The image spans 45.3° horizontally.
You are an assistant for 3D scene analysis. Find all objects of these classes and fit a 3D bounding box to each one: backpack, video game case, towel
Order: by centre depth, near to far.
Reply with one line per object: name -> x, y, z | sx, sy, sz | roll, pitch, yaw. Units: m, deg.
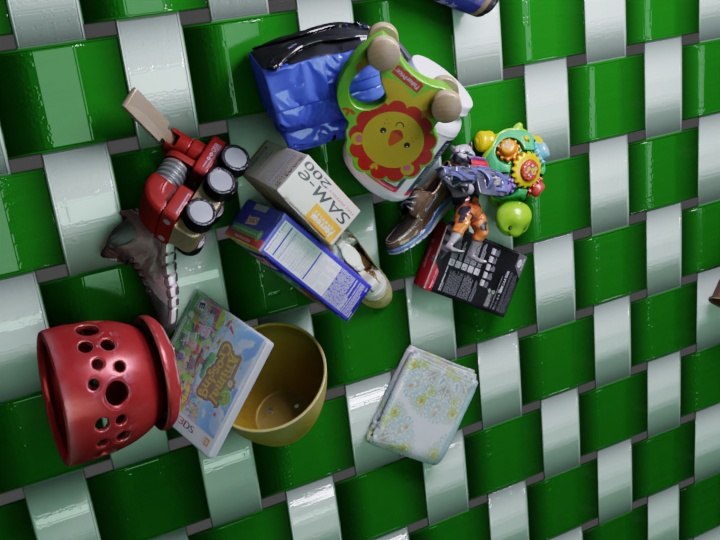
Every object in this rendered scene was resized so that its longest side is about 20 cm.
backpack -> -0.055, -0.291, 1.336 | 0.196, 0.163, 0.171 | -21, 125, -9
video game case -> -0.247, 0.161, 1.368 | 0.022, 0.180, 0.203 | 26, 93, -57
towel -> 0.119, 0.258, 1.638 | 0.169, 0.048, 0.203 | 24, 93, -25

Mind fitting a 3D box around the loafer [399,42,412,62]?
loafer -> 0.080, -0.323, 1.454 | 0.071, 0.064, 0.201 | -26, 121, 19

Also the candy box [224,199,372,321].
candy box -> -0.102, -0.019, 1.387 | 0.199, 0.168, 0.078 | 41, 82, -28

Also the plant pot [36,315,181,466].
plant pot -> -0.377, 0.171, 1.297 | 0.179, 0.199, 0.205 | -11, 109, -31

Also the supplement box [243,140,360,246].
supplement box -> -0.098, -0.125, 1.342 | 0.074, 0.199, 0.126 | -48, 118, -5

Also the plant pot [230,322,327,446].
plant pot -> -0.141, 0.212, 1.436 | 0.198, 0.200, 0.143 | -31, 143, -14

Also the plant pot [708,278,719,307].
plant pot -> 0.880, 0.000, 1.858 | 0.197, 0.199, 0.202 | 21, 87, -28

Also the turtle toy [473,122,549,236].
turtle toy -> 0.279, -0.165, 1.567 | 0.143, 0.101, 0.205 | -1, 104, -25

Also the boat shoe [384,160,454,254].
boat shoe -> 0.105, -0.113, 1.522 | 0.200, 0.072, 0.073 | -46, 114, -19

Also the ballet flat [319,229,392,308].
ballet flat -> 0.000, 0.000, 1.499 | 0.071, 0.071, 0.201 | -42, 117, -9

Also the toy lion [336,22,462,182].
toy lion -> 0.042, -0.230, 1.272 | 0.198, 0.069, 0.191 | 34, 119, -25

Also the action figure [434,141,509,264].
action figure -> 0.164, -0.122, 1.459 | 0.198, 0.103, 0.198 | 12, 78, -46

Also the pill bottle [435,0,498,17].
pill bottle -> 0.133, -0.497, 1.402 | 0.196, 0.112, 0.114 | 12, 99, -27

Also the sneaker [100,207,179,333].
sneaker -> -0.343, -0.002, 1.339 | 0.113, 0.075, 0.205 | -4, 95, -19

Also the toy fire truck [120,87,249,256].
toy fire truck -> -0.283, -0.153, 1.283 | 0.198, 0.129, 0.178 | 31, 56, -6

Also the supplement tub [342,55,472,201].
supplement tub -> 0.074, -0.227, 1.394 | 0.138, 0.142, 0.201 | 24, 121, -28

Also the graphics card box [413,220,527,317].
graphics card box -> 0.206, -0.002, 1.606 | 0.197, 0.051, 0.128 | 18, 95, -27
